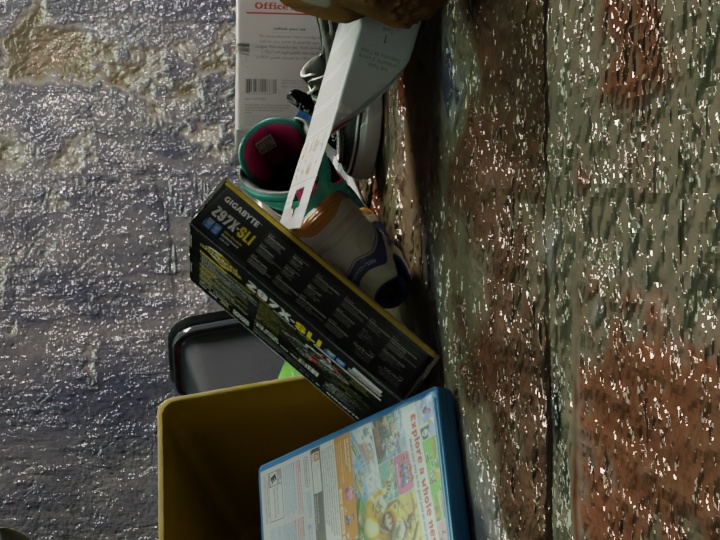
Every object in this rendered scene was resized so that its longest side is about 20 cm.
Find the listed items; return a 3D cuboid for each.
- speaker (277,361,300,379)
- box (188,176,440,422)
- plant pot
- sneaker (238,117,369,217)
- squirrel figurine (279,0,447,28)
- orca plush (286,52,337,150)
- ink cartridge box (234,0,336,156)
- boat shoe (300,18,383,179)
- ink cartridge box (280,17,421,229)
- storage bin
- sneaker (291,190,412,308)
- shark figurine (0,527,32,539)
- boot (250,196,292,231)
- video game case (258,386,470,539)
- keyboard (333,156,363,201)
[{"bbox_3d":[-0.054,0.147,1.154,0.089,0.087,0.202,-108,38,-63],"label":"speaker"},{"bbox_3d":[-0.042,0.033,0.918,0.049,0.199,0.160,-49,-4,-18],"label":"box"},{"bbox_3d":[-0.054,0.224,1.030,0.178,0.197,0.202,79,-179,-49],"label":"plant pot"},{"bbox_3d":[-0.070,-0.092,1.118,0.121,0.084,0.200,50,175,-36],"label":"sneaker"},{"bbox_3d":[0.008,-0.256,0.744,0.199,0.141,0.189,25,92,40],"label":"squirrel figurine"},{"bbox_3d":[-0.038,-0.188,1.204,0.106,0.070,0.202,101,165,-56],"label":"orca plush"},{"bbox_3d":[-0.079,-0.229,1.321,0.067,0.114,0.203,108,162,-71],"label":"ink cartridge box"},{"bbox_3d":[-0.019,-0.175,1.068,0.072,0.070,0.203,-110,17,-62],"label":"boat shoe"},{"bbox_3d":[-0.005,-0.122,0.894,0.162,0.056,0.203,-175,97,-81],"label":"ink cartridge box"},{"bbox_3d":[-0.115,0.138,1.419,0.147,0.197,0.135,97,159,-43],"label":"storage bin"},{"bbox_3d":[0.000,0.000,0.967,0.088,0.075,0.200,47,-174,9],"label":"sneaker"},{"bbox_3d":[-0.189,0.265,0.998,0.128,0.213,0.090,-28,-37,-51],"label":"shark figurine"},{"bbox_3d":[-0.046,-0.029,1.184,0.068,0.130,0.201,44,-154,-35],"label":"boot"},{"bbox_3d":[-0.003,0.179,0.839,0.199,0.018,0.145,-30,55,42],"label":"video game case"},{"bbox_3d":[-0.015,-0.079,1.271,0.200,0.010,0.057,-109,20,-64],"label":"keyboard"}]
